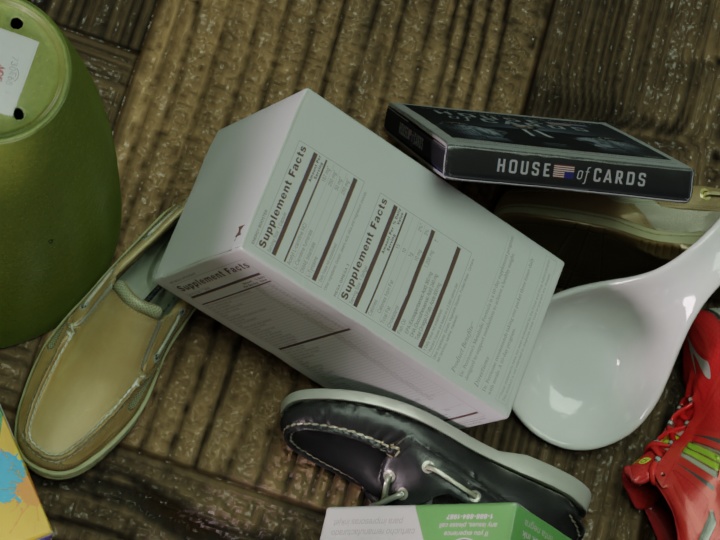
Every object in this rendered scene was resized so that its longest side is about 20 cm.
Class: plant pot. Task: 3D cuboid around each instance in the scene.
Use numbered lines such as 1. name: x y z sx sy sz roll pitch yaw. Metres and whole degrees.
1. plant pot: -0.221 -0.074 1.400 0.185 0.200 0.189 4 69 -10

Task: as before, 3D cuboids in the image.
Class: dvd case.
1. dvd case: 0.104 -0.074 1.478 0.149 0.200 0.025 5 101 -10

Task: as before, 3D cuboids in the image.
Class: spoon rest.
1. spoon rest: 0.170 0.027 1.479 0.099 0.061 0.200 45 102 -2

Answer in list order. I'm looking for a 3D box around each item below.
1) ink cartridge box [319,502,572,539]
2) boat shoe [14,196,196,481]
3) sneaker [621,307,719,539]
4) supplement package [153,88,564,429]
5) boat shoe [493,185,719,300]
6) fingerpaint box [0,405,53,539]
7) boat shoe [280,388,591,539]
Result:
1. ink cartridge box: 0.034 0.239 1.358 0.084 0.145 0.202 37 58 -42
2. boat shoe: -0.141 0.031 1.444 0.071 0.076 0.201 29 67 0
3. sneaker: 0.202 0.115 1.487 0.084 0.077 0.202 4 68 -5
4. supplement package: 0.000 0.000 1.430 0.199 0.113 0.110 33 64 -24
5. boat shoe: 0.177 -0.028 1.542 0.198 0.074 0.067 10 55 -10
6. fingerpaint box: -0.236 0.108 1.328 0.073 0.200 0.168 -21 75 -17
7. boat shoe: 0.041 0.129 1.450 0.199 0.074 0.061 23 62 -12
